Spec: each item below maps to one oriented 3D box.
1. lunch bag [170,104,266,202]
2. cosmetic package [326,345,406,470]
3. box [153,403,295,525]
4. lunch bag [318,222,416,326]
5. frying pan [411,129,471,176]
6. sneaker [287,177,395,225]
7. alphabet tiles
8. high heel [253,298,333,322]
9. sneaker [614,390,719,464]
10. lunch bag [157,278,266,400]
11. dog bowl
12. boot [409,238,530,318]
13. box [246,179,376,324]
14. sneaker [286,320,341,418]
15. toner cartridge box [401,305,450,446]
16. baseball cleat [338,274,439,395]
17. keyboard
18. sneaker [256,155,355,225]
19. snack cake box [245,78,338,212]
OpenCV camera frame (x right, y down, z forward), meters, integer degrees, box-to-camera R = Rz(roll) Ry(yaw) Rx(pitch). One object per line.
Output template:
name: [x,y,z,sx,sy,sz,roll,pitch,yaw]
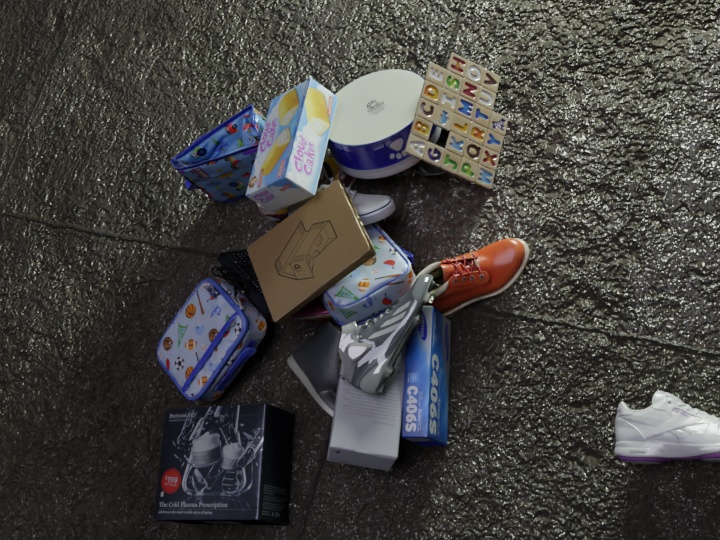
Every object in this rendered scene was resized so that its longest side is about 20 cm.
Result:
lunch bag: [-0.238,-0.193,1.523,0.200,0.151,0.094,-25,62,15]
cosmetic package: [0.014,0.193,1.256,0.101,0.071,0.200,10,60,-2]
box: [-0.222,0.321,1.351,0.200,0.104,0.182,-7,67,22]
lunch bag: [0.000,0.000,1.352,0.160,0.076,0.200,-29,45,-10]
frying pan: [0.144,-0.236,1.430,0.115,0.031,0.190,-3,55,25]
sneaker: [-0.041,-0.118,1.387,0.200,0.071,0.073,0,35,23]
alphabet tiles: [0.170,-0.255,1.368,0.008,0.167,0.200,-17,55,66]
high heel: [-0.107,0.041,1.425,0.200,0.067,0.096,-5,79,37]
sneaker: [0.440,0.207,1.099,0.200,0.075,0.100,-7,70,23]
lunch bag: [-0.258,0.121,1.434,0.160,0.076,0.200,45,107,34]
dog bowl: [0.035,-0.256,1.425,0.200,0.079,0.200,-13,46,14]
boot: [0.170,0.005,1.285,0.200,0.107,0.075,-33,59,9]
box: [-0.083,-0.031,1.326,0.200,0.021,0.164,-35,53,15]
sneaker: [-0.029,0.171,1.333,0.106,0.075,0.200,-48,58,3]
toner cartridge box: [0.103,0.163,1.263,0.043,0.095,0.200,-4,70,23]
baseball cleat: [0.032,0.080,1.217,0.106,0.070,0.200,26,78,9]
keyboard: [-0.180,0.011,1.402,0.200,0.104,0.040,41,136,43]
sneaker: [-0.094,-0.155,1.476,0.200,0.090,0.075,-37,60,8]
snack cake box: [-0.115,-0.210,1.386,0.115,0.067,0.200,-16,54,44]
